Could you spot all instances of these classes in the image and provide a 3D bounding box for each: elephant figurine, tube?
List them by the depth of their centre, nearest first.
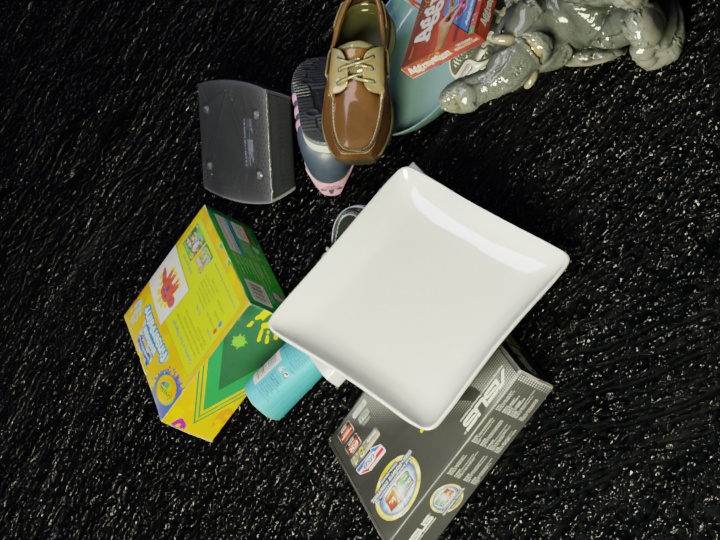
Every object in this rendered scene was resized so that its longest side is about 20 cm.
[{"bbox_3d":[0.176,-0.224,1.580,0.200,0.155,0.142,-19,76,37],"label":"elephant figurine"},{"bbox_3d":[-0.033,0.064,1.775,0.200,0.050,0.078,-46,43,18],"label":"tube"}]

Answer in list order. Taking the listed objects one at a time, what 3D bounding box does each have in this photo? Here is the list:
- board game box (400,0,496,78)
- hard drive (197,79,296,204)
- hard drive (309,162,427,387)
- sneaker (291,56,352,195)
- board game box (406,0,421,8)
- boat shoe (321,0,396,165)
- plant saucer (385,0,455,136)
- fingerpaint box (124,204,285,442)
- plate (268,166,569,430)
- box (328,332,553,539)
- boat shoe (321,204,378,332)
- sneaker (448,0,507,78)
[{"bbox_3d":[0.100,-0.281,1.707,0.103,0.019,0.200,-24,42,48],"label":"board game box"},{"bbox_3d":[-0.126,-0.145,1.988,0.200,0.042,0.135,15,109,63],"label":"hard drive"},{"bbox_3d":[0.015,0.002,1.723,0.200,0.026,0.132,-47,38,6],"label":"hard drive"},{"bbox_3d":[-0.039,-0.156,1.910,0.200,0.070,0.082,-88,-4,-55],"label":"sneaker"},{"bbox_3d":[0.124,-0.339,1.791,0.200,0.019,0.103,-49,36,2],"label":"board game box"},{"bbox_3d":[-0.005,-0.201,1.809,0.075,0.074,0.200,-3,58,7],"label":"boat shoe"},{"bbox_3d":[0.068,-0.225,1.838,0.200,0.027,0.201,-34,44,39],"label":"plant saucer"},{"bbox_3d":[-0.163,0.055,1.932,0.167,0.073,0.200,-53,34,16],"label":"fingerpaint box"},{"bbox_3d":[0.051,0.025,1.559,0.199,0.032,0.200,31,73,32],"label":"plate"},{"bbox_3d":[0.067,0.129,1.591,0.200,0.044,0.160,-54,34,15],"label":"box"},{"bbox_3d":[-0.002,0.002,1.664,0.074,0.068,0.200,-33,42,23],"label":"boat shoe"},{"bbox_3d":[0.153,-0.261,1.721,0.200,0.081,0.083,-56,16,1],"label":"sneaker"}]
